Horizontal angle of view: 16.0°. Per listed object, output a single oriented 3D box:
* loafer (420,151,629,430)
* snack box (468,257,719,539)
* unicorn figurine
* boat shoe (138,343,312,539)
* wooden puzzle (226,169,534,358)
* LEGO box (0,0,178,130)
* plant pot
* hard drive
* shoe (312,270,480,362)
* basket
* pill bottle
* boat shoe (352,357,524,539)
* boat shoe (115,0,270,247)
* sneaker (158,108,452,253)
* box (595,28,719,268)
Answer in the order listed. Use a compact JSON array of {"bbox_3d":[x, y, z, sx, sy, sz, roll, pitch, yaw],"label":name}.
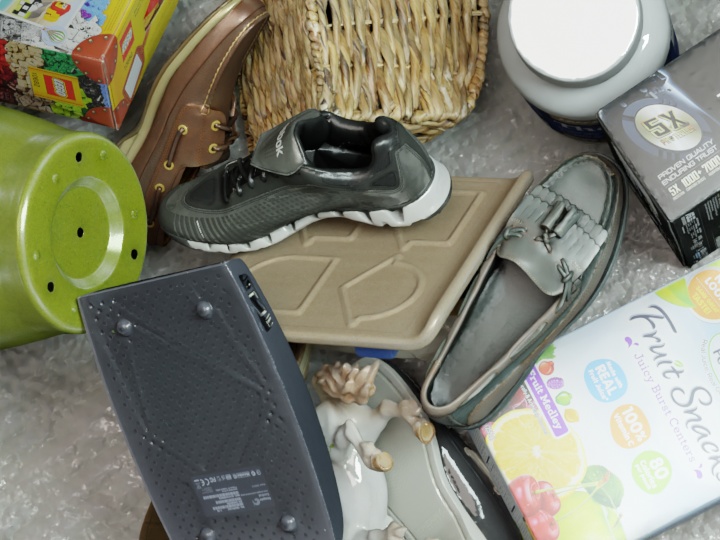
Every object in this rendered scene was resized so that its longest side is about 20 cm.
[{"bbox_3d":[0.103,0.014,1.614,0.072,0.063,0.200,33,97,17],"label":"loafer"},{"bbox_3d":[0.181,0.099,1.674,0.199,0.053,0.143,-26,79,-6],"label":"snack box"},{"bbox_3d":[-0.005,0.154,1.684,0.137,0.074,0.201,6,92,52],"label":"unicorn figurine"},{"bbox_3d":[-0.081,0.120,1.726,0.072,0.065,0.201,27,95,32],"label":"boat shoe"},{"bbox_3d":[0.000,0.000,1.679,0.199,0.185,0.046,-1,124,30],"label":"wooden puzzle"},{"bbox_3d":[-0.203,-0.208,1.759,0.148,0.077,0.201,13,57,12],"label":"LEGO box"},{"bbox_3d":[-0.252,-0.028,1.688,0.192,0.200,0.201,3,81,34],"label":"plant pot"},{"bbox_3d":[-0.090,0.091,1.629,0.134,0.042,0.201,-13,105,33],"label":"hard drive"},{"bbox_3d":[0.031,0.031,1.730,0.199,0.070,0.054,4,109,16],"label":"shoe"},{"bbox_3d":[-0.002,-0.178,1.765,0.142,0.149,0.201,-4,79,-23],"label":"basket"},{"bbox_3d":[0.147,-0.147,1.657,0.110,0.200,0.112,-1,86,10],"label":"pill bottle"},{"bbox_3d":[0.056,0.144,1.707,0.074,0.060,0.200,-46,69,37],"label":"boat shoe"},{"bbox_3d":[-0.112,-0.102,1.751,0.067,0.072,0.200,38,115,7],"label":"boat shoe"},{"bbox_3d":[-0.046,-0.065,1.664,0.199,0.091,0.067,-7,53,19],"label":"sneaker"},{"bbox_3d":[0.246,-0.093,1.632,0.163,0.200,0.086,-34,78,5],"label":"box"}]
